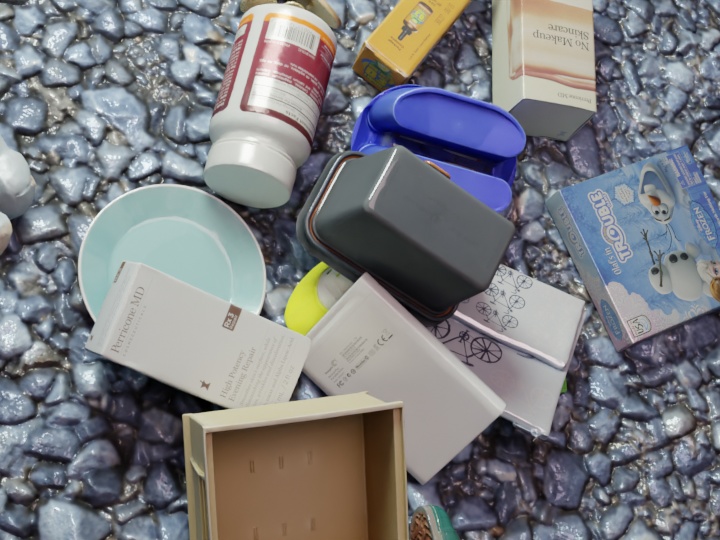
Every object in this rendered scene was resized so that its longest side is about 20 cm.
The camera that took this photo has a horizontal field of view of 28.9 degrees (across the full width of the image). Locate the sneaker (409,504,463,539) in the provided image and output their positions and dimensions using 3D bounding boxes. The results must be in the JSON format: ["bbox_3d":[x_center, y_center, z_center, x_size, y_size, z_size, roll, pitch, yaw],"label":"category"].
[{"bbox_3d":[0.108,0.335,1.437,0.080,0.071,0.201,-10,80,-27],"label":"sneaker"}]

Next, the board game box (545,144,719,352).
[{"bbox_3d":[0.348,-0.029,1.665,0.199,0.043,0.200,-20,79,-23],"label":"board game box"}]

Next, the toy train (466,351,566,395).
[{"bbox_3d":[0.137,0.119,1.540,0.199,0.042,0.057,-1,82,-20],"label":"toy train"}]

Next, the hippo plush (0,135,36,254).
[{"bbox_3d":[-0.415,-0.077,1.380,0.200,0.159,0.161,46,31,-15],"label":"hippo plush"}]

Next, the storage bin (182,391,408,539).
[{"bbox_3d":[-0.063,0.229,1.364,0.199,0.094,0.199,-6,98,-22],"label":"storage bin"}]

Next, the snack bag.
[{"bbox_3d":[0.144,0.071,1.529,0.188,0.021,0.200,26,50,0],"label":"snack bag"}]

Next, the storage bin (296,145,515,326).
[{"bbox_3d":[0.061,-0.050,1.441,0.200,0.134,0.146,34,70,-16],"label":"storage bin"}]

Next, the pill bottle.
[{"bbox_3d":[-0.099,-0.177,1.520,0.114,0.114,0.201,19,66,-12],"label":"pill bottle"}]

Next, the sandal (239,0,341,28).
[{"bbox_3d":[-0.120,-0.329,1.604,0.212,0.078,0.070,45,83,7],"label":"sandal"}]

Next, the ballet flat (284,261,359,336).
[{"bbox_3d":[0.000,0.000,1.517,0.200,0.067,0.067,-36,87,-26],"label":"ballet flat"}]

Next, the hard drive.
[{"bbox_3d":[0.036,0.114,1.460,0.200,0.132,0.027,43,28,0],"label":"hard drive"}]

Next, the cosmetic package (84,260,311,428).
[{"bbox_3d":[-0.161,0.074,1.397,0.200,0.074,0.102,24,83,-24],"label":"cosmetic package"}]

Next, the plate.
[{"bbox_3d":[-0.197,0.006,1.469,0.200,0.026,0.201,6,69,-16],"label":"plate"}]

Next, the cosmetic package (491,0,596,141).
[{"bbox_3d":[0.219,-0.269,1.681,0.103,0.087,0.201,7,69,-18],"label":"cosmetic package"}]

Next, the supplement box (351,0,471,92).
[{"bbox_3d":[0.073,-0.297,1.653,0.066,0.069,0.200,39,62,-2],"label":"supplement box"}]

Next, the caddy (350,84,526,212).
[{"bbox_3d":[0.090,-0.132,1.579,0.199,0.105,0.142,15,89,-14],"label":"caddy"}]
